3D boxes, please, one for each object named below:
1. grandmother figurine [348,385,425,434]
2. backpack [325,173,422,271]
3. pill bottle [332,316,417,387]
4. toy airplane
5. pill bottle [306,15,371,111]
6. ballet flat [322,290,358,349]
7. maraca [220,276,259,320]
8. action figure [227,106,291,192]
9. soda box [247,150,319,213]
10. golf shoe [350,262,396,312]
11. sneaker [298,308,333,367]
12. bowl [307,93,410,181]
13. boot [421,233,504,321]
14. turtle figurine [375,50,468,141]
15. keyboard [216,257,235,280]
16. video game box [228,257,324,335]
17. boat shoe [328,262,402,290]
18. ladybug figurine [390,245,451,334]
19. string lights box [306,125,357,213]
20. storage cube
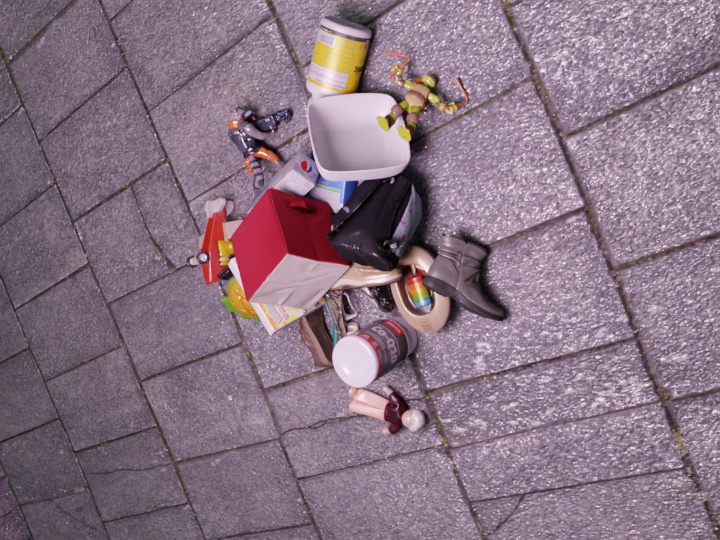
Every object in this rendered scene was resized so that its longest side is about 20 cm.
[{"bbox_3d":[0.064,0.335,1.717,0.199,0.060,0.122,11,117,34],"label":"grandmother figurine"},{"bbox_3d":[0.044,-0.105,1.521,0.166,0.127,0.201,19,70,25],"label":"backpack"},{"bbox_3d":[0.038,0.172,1.601,0.113,0.200,0.115,9,108,31],"label":"pill bottle"},{"bbox_3d":[-0.346,-0.084,1.843,0.200,0.141,0.200,-56,35,20],"label":"toy airplane"},{"bbox_3d":[-0.053,-0.427,1.551,0.111,0.111,0.201,29,117,24],"label":"pill bottle"},{"bbox_3d":[-0.042,0.115,1.716,0.075,0.068,0.201,-11,117,-2],"label":"ballet flat"},{"bbox_3d":[-0.279,0.069,1.841,0.137,0.107,0.200,32,140,-13],"label":"maraca"},{"bbox_3d":[-0.241,-0.304,1.718,0.199,0.105,0.194,-25,98,39],"label":"action figure"},{"bbox_3d":[-0.175,-0.182,1.650,0.063,0.069,0.200,34,137,-22],"label":"soda box"},{"bbox_3d":[0.010,0.016,1.666,0.201,0.078,0.094,58,142,8],"label":"golf shoe"},{"bbox_3d":[-0.127,0.145,1.784,0.075,0.070,0.201,-22,89,41],"label":"sneaker"},{"bbox_3d":[-0.006,-0.266,1.499,0.075,0.199,0.201,99,161,-62],"label":"bowl"},{"bbox_3d":[0.234,0.013,1.498,0.199,0.068,0.131,29,84,-10],"label":"boot"},{"bbox_3d":[0.102,-0.347,1.473,0.199,0.162,0.064,35,164,8],"label":"turtle figurine"},{"bbox_3d":[-0.261,-0.045,1.782,0.200,0.127,0.021,-42,84,10],"label":"keyboard"},{"bbox_3d":[-0.185,0.024,1.722,0.201,0.182,0.047,57,155,6],"label":"video game box"},{"bbox_3d":[0.000,0.000,1.572,0.199,0.072,0.077,-6,87,33],"label":"boat shoe"},{"bbox_3d":[0.137,0.040,1.577,0.135,0.072,0.201,-13,95,34],"label":"ladybug figurine"},{"bbox_3d":[-0.058,-0.237,1.638,0.102,0.059,0.201,19,113,28],"label":"string lights box"},{"bbox_3d":[-0.156,-0.039,1.586,0.200,0.170,0.181,-47,49,34],"label":"storage cube"}]
